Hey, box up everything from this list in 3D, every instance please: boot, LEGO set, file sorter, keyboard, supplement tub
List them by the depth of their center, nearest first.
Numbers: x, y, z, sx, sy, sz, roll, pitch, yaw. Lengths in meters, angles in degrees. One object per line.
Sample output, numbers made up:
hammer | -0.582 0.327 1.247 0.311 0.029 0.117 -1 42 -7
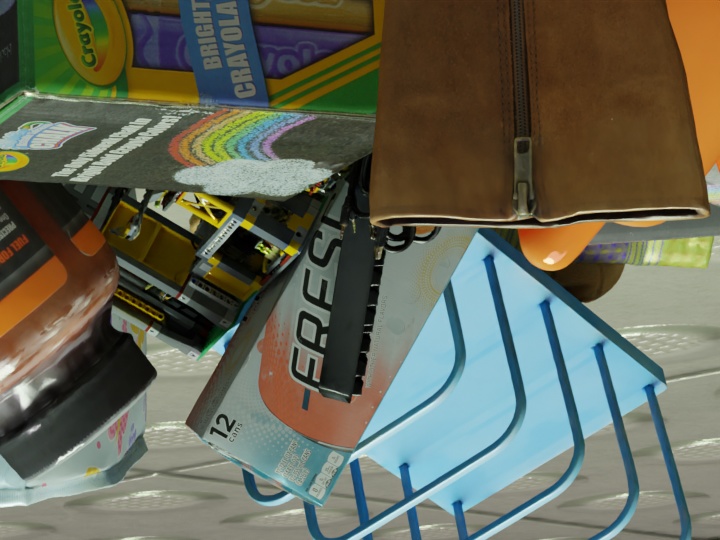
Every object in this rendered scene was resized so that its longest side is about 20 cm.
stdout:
boot | 0.086 -0.115 0.821 0.188 0.200 0.068 -6 167 12
keyboard | 0.018 -0.041 1.088 0.040 0.200 0.104 9 -172 6
supplement tub | -0.170 -0.013 1.092 0.107 0.200 0.107 -38 -173 5
LEGO set | -0.077 -0.057 1.203 0.116 0.154 0.200 30 162 -9
file sorter | 0.047 0.081 1.307 0.139 0.123 0.200 -33 133 23

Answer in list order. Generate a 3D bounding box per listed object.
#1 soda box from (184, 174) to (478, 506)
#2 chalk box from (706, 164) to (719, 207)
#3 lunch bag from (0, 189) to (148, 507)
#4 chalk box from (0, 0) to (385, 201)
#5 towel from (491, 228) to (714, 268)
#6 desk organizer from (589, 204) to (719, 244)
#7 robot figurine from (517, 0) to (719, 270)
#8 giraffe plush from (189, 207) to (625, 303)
soda box | 0.000 0.000 1.186 0.064 0.200 0.068 29 177 -10
chalk box | 0.200 -0.093 1.132 0.124 0.124 0.200 -12 166 30
lunch bag | -0.174 0.024 1.360 0.127 0.170 0.200 -4 -176 0
chalk box | -0.095 -0.104 1.006 0.200 0.124 0.125 4 166 -26
towel | 0.101 -0.056 1.312 0.200 0.023 0.144 1 128 -24
desk organizer | 0.161 -0.065 1.260 0.200 0.072 0.077 -4 -148 -19
robot figurine | 0.102 -0.098 0.999 0.200 0.144 0.117 -53 157 20
giraffe plush | 0.013 -0.023 1.400 0.200 0.173 0.162 30 179 38
